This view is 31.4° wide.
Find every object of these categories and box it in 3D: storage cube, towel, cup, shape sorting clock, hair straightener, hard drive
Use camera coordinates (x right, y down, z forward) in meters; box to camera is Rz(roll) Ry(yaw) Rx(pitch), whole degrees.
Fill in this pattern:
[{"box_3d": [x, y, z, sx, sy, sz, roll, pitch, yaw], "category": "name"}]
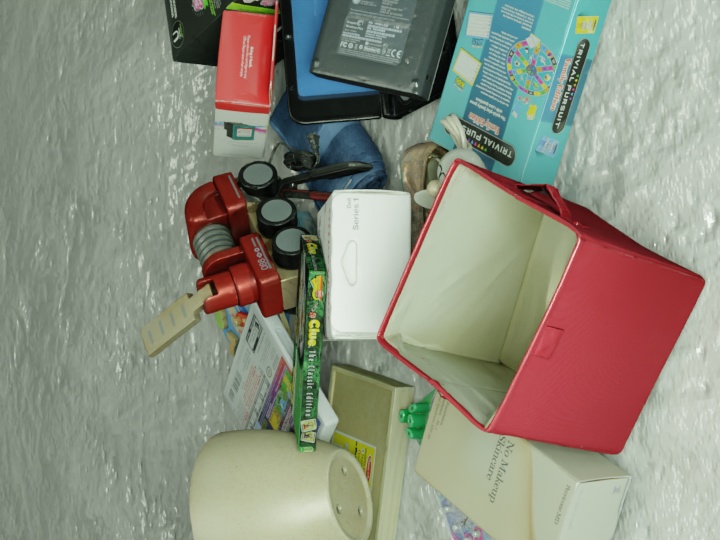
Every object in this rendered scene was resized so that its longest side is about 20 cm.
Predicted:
[{"box_3d": [0.155, 0.032, 1.100, 0.171, 0.178, 0.202, 37, 106, 48], "category": "storage cube"}, {"box_3d": [-0.039, -0.148, 1.502, 0.112, 0.048, 0.202, -54, 47, 35], "category": "towel"}, {"box_3d": [-0.070, 0.259, 1.380, 0.141, 0.200, 0.204, -16, 73, 24], "category": "cup"}, {"box_3d": [-0.140, 0.058, 1.587, 0.199, 0.039, 0.203, 36, 136, 44], "category": "shape sorting clock"}, {"box_3d": [-0.050, -0.117, 1.453, 0.199, 0.040, 0.078, 7, 94, 58], "category": "hair straightener"}, {"box_3d": [0.034, -0.292, 1.353, 0.138, 0.033, 0.203, 16, 90, 27], "category": "hard drive"}]

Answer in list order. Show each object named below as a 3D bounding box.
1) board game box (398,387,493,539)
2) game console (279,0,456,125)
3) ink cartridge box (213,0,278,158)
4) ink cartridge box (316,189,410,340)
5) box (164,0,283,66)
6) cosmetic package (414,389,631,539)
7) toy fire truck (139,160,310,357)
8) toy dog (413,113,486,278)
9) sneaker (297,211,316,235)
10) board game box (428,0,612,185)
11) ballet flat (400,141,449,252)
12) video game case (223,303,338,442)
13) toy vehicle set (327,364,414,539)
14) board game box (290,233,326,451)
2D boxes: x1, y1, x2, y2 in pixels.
[{"box_3d": [0.125, 0.182, 1.277, 0.200, 0.026, 0.202, -47, 53, 41], "category": "board game box"}, {"box_3d": [0.006, -0.273, 1.392, 0.175, 0.115, 0.204, -19, 73, 53], "category": "game console"}, {"box_3d": [-0.136, -0.224, 1.507, 0.200, 0.066, 0.118, 112, 161, -71], "category": "ink cartridge box"}, {"box_3d": [0.000, 0.000, 1.338, 0.200, 0.083, 0.149, 157, 113, -83], "category": "ink cartridge box"}, {"box_3d": [-0.131, -0.343, 1.556, 0.199, 0.147, 0.126, -27, 68, 49], "category": "box"}, {"box_3d": [0.143, 0.186, 1.171, 0.199, 0.072, 0.105, 34, 114, 50], "category": "cosmetic package"}, {"box_3d": [-0.163, -0.004, 1.436, 0.130, 0.197, 0.177, 88, 159, -47], "category": "toy fire truck"}, {"box_3d": [0.093, -0.034, 1.209, 0.095, 0.201, 0.132, -27, 33, 4], "category": "toy dog"}, {"box_3d": [-0.078, -0.028, 1.532, 0.200, 0.074, 0.082, 40, 97, 34], "category": "sneaker"}, {"box_3d": [0.153, -0.197, 1.246, 0.151, 0.046, 0.203, 37, 117, 48], "category": "board game box"}, {"box_3d": [0.080, -0.040, 1.321, 0.067, 0.067, 0.203, -20, 73, 43], "category": "ballet flat"}, {"box_3d": [-0.099, 0.160, 1.522, 0.183, 0.023, 0.201, 57, 146, 27], "category": "video game case"}, {"box_3d": [0.001, 0.217, 1.441, 0.124, 0.026, 0.204, 15, 100, 53], "category": "toy vehicle set"}, {"box_3d": [-0.055, 0.075, 1.341, 0.105, 0.023, 0.203, -113, 25, -65], "category": "board game box"}]
